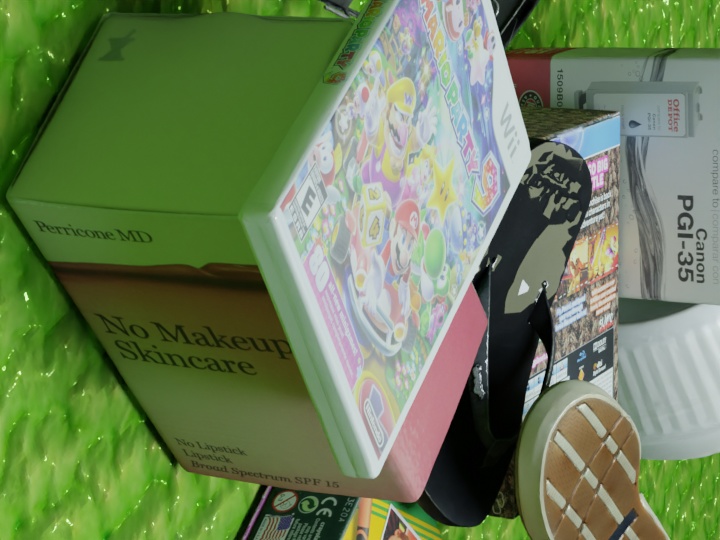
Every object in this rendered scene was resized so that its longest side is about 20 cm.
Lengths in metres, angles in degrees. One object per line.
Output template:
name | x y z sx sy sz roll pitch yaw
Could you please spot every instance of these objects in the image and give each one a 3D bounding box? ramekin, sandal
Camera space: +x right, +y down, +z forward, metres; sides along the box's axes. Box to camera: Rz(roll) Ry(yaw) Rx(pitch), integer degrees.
ramekin | 0.211 0.021 1.355 0.094 0.202 0.203 61 40 -28
sandal | 0.070 0.032 1.047 0.076 0.043 0.201 15 91 -40

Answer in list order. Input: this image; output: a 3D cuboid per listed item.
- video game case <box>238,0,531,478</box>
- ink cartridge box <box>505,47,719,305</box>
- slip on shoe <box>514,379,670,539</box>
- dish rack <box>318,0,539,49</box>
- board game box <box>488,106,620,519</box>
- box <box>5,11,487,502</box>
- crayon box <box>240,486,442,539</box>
video game case | 0.017 -0.036 0.858 0.200 0.018 0.143 -62 145 -39
ink cartridge box | 0.180 -0.058 1.242 0.083 0.200 0.147 -9 100 -49
slip on shoe | 0.110 0.113 1.087 0.076 0.061 0.200 -49 145 -10
dish rack | 0.054 -0.172 1.069 0.154 0.055 0.200 -56 164 9
board game box | 0.073 0.017 1.174 0.159 0.097 0.201 -21 113 -61
box | -0.042 -0.003 0.908 0.109 0.127 0.200 -67 147 -32
crayon box | -0.016 0.202 1.070 0.200 0.058 0.173 -64 146 -37
